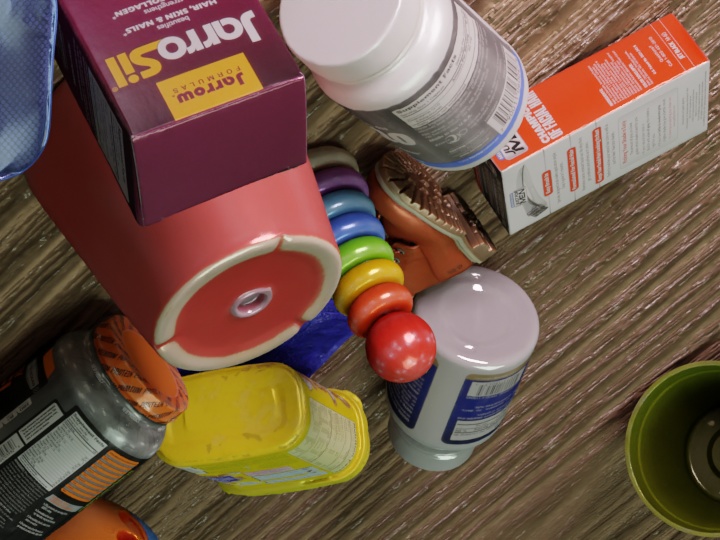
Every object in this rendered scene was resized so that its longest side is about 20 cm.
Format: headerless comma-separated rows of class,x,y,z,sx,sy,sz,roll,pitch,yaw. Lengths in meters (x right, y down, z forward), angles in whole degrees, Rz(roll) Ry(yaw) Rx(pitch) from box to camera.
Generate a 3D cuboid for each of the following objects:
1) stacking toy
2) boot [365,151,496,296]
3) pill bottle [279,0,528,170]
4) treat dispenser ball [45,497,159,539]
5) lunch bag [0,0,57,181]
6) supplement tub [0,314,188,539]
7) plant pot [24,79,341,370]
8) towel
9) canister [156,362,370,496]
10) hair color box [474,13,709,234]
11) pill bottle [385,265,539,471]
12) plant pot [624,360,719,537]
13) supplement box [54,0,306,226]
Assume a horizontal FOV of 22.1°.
stacking toy,0.000,0.000,1.426,0.085,0.200,0.085,-23,150,-14
boot,0.035,-0.029,1.550,0.107,0.075,0.200,-32,152,11
pill bottle,0.032,-0.153,1.311,0.114,0.114,0.200,-39,149,13
treat dispenser ball,-0.262,0.299,1.641,0.201,0.201,0.201,-23,150,-14
lunch bag,-0.272,-0.130,1.049,0.200,0.132,0.136,-9,121,-35
supplement tub,-0.244,0.132,1.484,0.200,0.123,0.123,-37,150,11
plant pot,-0.113,-0.041,1.285,0.200,0.178,0.201,-23,150,-14
towel,-0.090,0.052,1.576,0.200,0.050,0.148,6,133,-47
canister,-0.086,0.140,1.613,0.148,0.087,0.200,-10,165,12
hair color box,0.194,-0.123,1.559,0.200,0.064,0.111,-29,152,-7
pill bottle,0.088,0.100,1.743,0.119,0.120,0.200,-16,148,-25
plant pot,0.432,0.215,2.189,0.200,0.201,0.193,-37,162,11
supplement box,-0.121,-0.140,1.100,0.110,0.200,0.086,-21,149,-15
